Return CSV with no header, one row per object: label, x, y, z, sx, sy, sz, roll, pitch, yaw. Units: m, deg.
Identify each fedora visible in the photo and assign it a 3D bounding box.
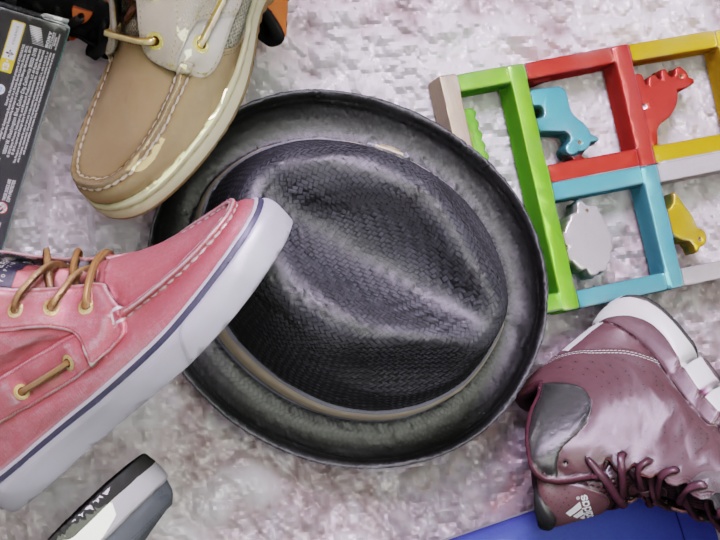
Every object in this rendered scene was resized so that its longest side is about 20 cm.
fedora,0.000,0.000,0.980,0.200,0.092,0.201,1,83,-9

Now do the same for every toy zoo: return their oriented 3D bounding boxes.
toy zoo,0.144,-0.052,1.081,0.200,0.020,0.131,-12,86,-18

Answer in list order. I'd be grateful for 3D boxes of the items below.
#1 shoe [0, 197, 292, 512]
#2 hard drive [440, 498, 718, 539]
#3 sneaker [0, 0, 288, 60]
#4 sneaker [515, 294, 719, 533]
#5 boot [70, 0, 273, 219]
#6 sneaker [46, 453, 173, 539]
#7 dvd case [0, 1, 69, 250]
shoe,-0.126,0.018,0.916,0.091,0.071,0.200,43,113,-13
hard drive,0.094,0.186,1.029,0.200,0.025,0.132,-16,87,-19
sneaker,-0.126,-0.132,0.983,0.200,0.070,0.090,-11,82,-20
sneaker,0.148,0.111,1.005,0.115,0.076,0.200,-31,56,-15
boot,-0.104,-0.138,0.895,0.155,0.072,0.200,38,73,-47
sneaker,-0.121,0.191,0.929,0.121,0.084,0.200,39,81,-3
dvd case,-0.247,-0.073,0.938,0.200,0.022,0.146,15,99,-15
